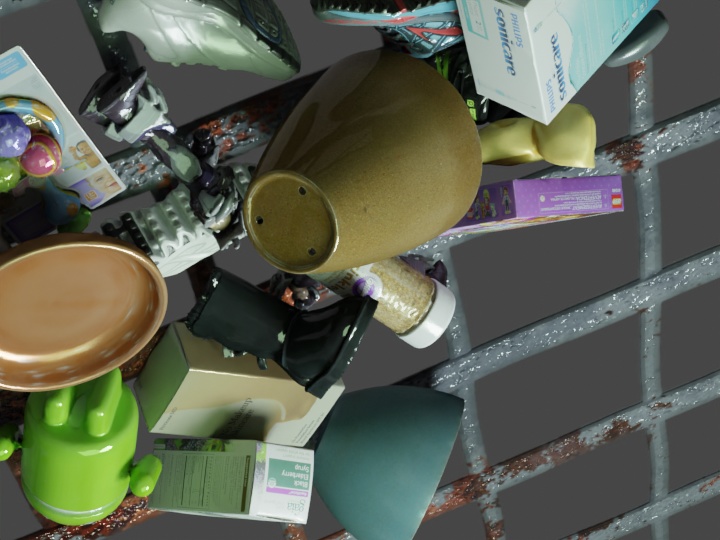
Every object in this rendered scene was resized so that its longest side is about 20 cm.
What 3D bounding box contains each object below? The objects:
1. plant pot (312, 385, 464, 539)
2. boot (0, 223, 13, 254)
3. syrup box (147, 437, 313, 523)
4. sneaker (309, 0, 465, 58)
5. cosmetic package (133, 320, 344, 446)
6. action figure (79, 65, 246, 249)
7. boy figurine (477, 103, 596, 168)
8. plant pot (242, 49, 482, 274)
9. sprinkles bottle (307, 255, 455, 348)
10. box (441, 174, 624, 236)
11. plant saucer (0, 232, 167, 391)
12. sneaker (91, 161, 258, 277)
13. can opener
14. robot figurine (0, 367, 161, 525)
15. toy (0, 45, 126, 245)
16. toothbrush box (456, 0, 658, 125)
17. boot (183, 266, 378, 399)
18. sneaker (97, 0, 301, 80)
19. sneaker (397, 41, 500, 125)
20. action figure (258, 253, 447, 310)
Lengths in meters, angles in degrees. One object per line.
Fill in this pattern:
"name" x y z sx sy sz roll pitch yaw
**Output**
"plant pot" 0.017 0.212 1.862 0.134 0.201 0.201 23 127 -1
"boot" -0.310 0.008 1.513 0.145 0.071 0.200 14 145 -23
"syrup box" -0.141 0.224 1.762 0.078 0.082 0.199 13 167 -38
"sneaker" 0.045 -0.225 1.472 0.199 0.080 0.096 -5 138 -24
"cosmetic package" -0.129 0.123 1.752 0.199 0.071 0.105 8 130 -35
"action figure" -0.153 -0.095 1.450 0.069 0.130 0.200 -46 120 0
"boy figurine" 0.152 -0.117 1.577 0.199 0.065 0.124 -7 179 44
"plant pot" -0.017 -0.078 1.444 0.200 0.186 0.187 -38 162 -55
"sprinkles bottle" 0.000 0.000 1.612 0.199 0.068 0.068 34 114 -24
"box" 0.143 -0.062 1.625 0.136 0.039 0.200 -5 178 -33
"plant saucer" -0.275 0.033 1.484 0.199 0.038 0.201 -16 142 -13
"sneaker" -0.162 -0.041 1.571 0.199 0.076 0.081 -22 159 -8
"can opener" 0.203 -0.202 1.600 0.200 0.067 0.053 -36 139 18
"robot figurine" -0.289 0.180 1.688 0.174 0.116 0.201 12 134 -3
"toy" -0.296 -0.094 1.446 0.115 0.047 0.200 -29 141 2
"toothbrush box" 0.181 -0.254 1.449 0.200 0.085 0.147 -49 146 -21
"boot" -0.081 0.047 1.614 0.162 0.074 0.198 30 152 -3
"sneaker" -0.136 -0.210 1.407 0.199 0.075 0.087 24 131 -36
"sneaker" 0.084 -0.173 1.545 0.198 0.083 0.071 -21 140 -6
"action figure" -0.014 -0.002 1.687 0.199 0.070 0.130 17 132 -23
